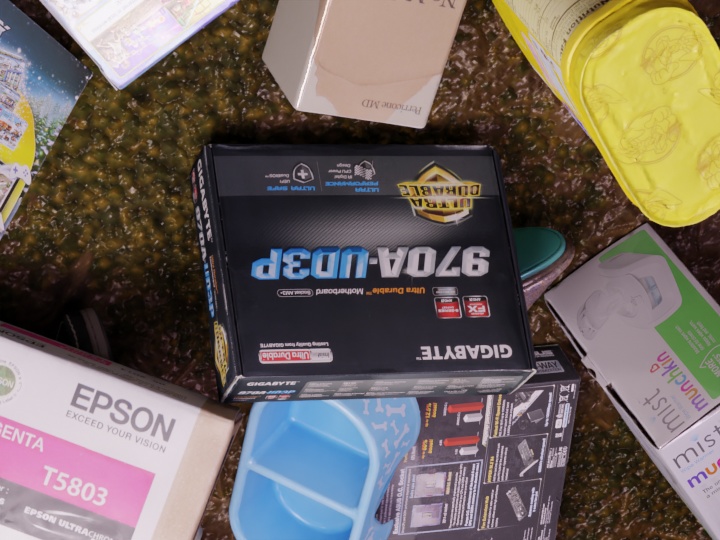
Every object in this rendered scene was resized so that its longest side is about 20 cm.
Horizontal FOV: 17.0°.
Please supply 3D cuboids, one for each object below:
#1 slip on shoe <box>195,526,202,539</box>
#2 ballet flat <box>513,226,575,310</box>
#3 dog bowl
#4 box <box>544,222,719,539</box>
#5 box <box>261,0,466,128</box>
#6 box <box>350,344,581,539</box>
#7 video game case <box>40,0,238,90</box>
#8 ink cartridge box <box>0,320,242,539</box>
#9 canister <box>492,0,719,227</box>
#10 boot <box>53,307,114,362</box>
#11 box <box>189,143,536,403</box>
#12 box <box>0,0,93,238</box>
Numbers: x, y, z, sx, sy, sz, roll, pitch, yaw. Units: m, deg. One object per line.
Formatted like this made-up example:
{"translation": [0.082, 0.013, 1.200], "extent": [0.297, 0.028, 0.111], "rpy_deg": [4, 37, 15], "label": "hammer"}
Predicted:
{"translation": [-0.197, 0.195, 1.546], "extent": [0.200, 0.074, 0.061], "rpy_deg": [-32, 105, 13], "label": "slip on shoe"}
{"translation": [0.051, 0.028, 1.603], "extent": [0.200, 0.068, 0.067], "rpy_deg": [-17, 129, 3], "label": "ballet flat"}
{"translation": [-0.030, 0.131, 1.591], "extent": [0.111, 0.050, 0.200], "rpy_deg": [25, 132, 12], "label": "dog bowl"}
{"translation": [0.230, 0.096, 1.622], "extent": [0.097, 0.200, 0.177], "rpy_deg": [-35, 124, 2], "label": "box"}
{"translation": [0.017, -0.194, 1.443], "extent": [0.095, 0.078, 0.200], "rpy_deg": [5, 118, -22], "label": "box"}
{"translation": [0.062, 0.154, 1.688], "extent": [0.157, 0.050, 0.200], "rpy_deg": [-5, 121, -17], "label": "box"}
{"translation": [-0.117, -0.230, 1.349], "extent": [0.200, 0.045, 0.181], "rpy_deg": [-35, 110, 16], "label": "video game case"}
{"translation": [-0.193, 0.129, 1.466], "extent": [0.200, 0.075, 0.165], "rpy_deg": [20, 92, 0], "label": "ink cartridge box"}
{"translation": [0.149, -0.135, 1.451], "extent": [0.086, 0.200, 0.149], "rpy_deg": [-33, 125, 2], "label": "canister"}
{"translation": [-0.239, 0.115, 1.544], "extent": [0.150, 0.073, 0.200], "rpy_deg": [-1, 127, -22], "label": "boot"}
{"translation": [0.000, 0.000, 1.510], "extent": [0.200, 0.159, 0.046], "rpy_deg": [0, 157, -20], "label": "box"}
{"translation": [-0.260, -0.115, 1.373], "extent": [0.200, 0.038, 0.137], "rpy_deg": [41, 64, -34], "label": "box"}
